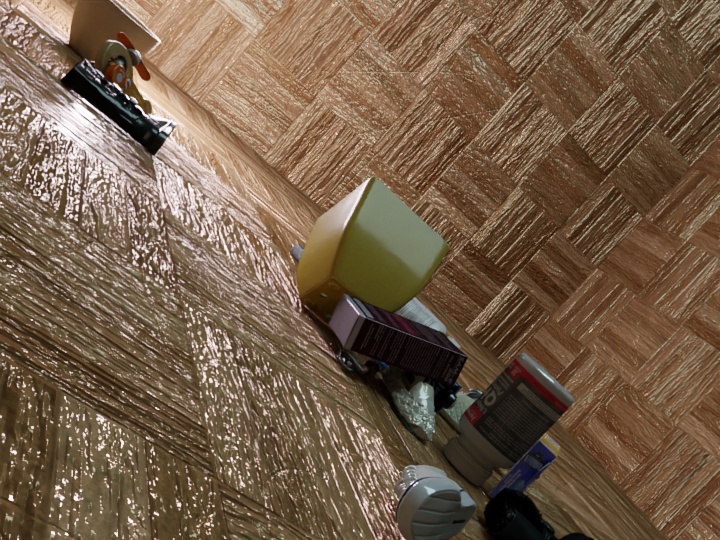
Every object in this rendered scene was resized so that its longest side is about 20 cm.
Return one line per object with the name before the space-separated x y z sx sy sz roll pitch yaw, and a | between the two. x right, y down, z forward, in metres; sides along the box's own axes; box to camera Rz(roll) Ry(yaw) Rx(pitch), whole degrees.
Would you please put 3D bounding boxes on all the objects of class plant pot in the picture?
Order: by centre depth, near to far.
plant pot | 0.000 0.000 1.383 0.194 0.200 0.195 41 -39 -14

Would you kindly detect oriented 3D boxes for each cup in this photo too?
cup | -0.585 -0.544 1.815 0.200 0.143 0.200 42 6 -6

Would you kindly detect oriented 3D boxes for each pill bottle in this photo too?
pill bottle | 0.224 0.234 1.221 0.111 0.200 0.111 42 5 -4
pill bottle | 0.111 0.129 1.691 0.200 0.113 0.113 44 6 14

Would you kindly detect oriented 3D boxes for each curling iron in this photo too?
curling iron | 0.007 0.149 1.258 0.050 0.026 0.200 46 6 18

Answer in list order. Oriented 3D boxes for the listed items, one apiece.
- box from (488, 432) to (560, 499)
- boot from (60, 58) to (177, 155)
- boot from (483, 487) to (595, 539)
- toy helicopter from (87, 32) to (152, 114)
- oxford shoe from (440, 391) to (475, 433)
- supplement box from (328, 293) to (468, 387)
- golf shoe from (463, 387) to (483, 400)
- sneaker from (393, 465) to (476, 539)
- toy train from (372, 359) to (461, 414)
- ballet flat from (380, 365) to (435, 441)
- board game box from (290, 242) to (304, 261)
box | 0.267 0.322 1.272 0.041 0.119 0.200 44 5 19
boot | -0.440 -0.303 1.449 0.200 0.066 0.165 36 5 -16
boot | 0.248 0.359 1.067 0.168 0.076 0.200 47 12 6
toy helicopter | -0.464 -0.377 1.567 0.079 0.133 0.200 11 -24 17
oxford shoe | 0.219 0.299 1.476 0.200 0.075 0.058 36 -38 20
supplement box | 0.059 0.111 1.253 0.200 0.061 0.109 22 9 -20
golf shoe | 0.290 0.330 1.658 0.200 0.078 0.094 33 7 14
sneaker | 0.063 0.238 0.816 0.071 0.073 0.200 35 -7 26
toy train | 0.092 0.169 1.410 0.200 0.087 0.114 42 2 3
ballet flat | 0.081 0.192 1.254 0.072 0.072 0.200 40 7 -24
board game box | -0.066 0.025 1.687 0.135 0.028 0.200 37 7 -36
